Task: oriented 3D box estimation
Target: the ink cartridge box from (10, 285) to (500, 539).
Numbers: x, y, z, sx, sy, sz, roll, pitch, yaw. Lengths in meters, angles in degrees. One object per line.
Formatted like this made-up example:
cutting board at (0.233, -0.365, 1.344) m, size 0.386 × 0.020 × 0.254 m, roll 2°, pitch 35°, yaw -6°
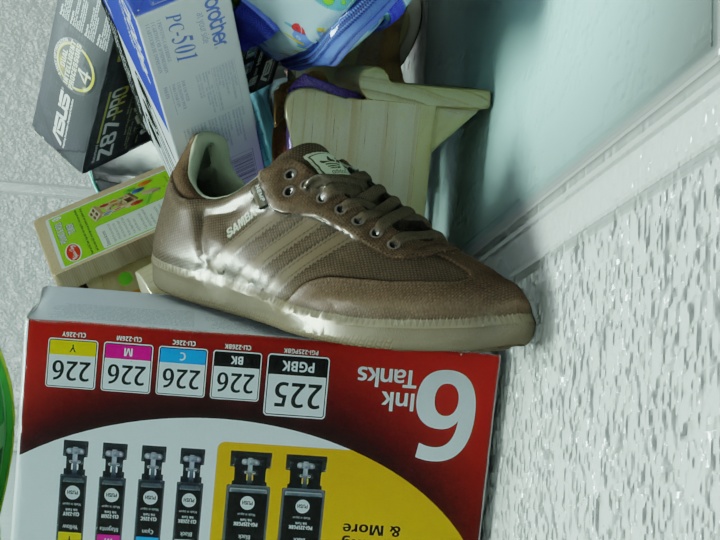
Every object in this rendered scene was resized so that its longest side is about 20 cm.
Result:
ink cartridge box at (-0.050, 0.106, 0.681) m, size 0.084 × 0.199 × 0.176 m, roll -123°, pitch 38°, yaw -79°

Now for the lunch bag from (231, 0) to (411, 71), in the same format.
lunch bag at (-0.001, -0.166, 0.706) m, size 0.161 × 0.082 × 0.200 m, roll -51°, pitch 11°, yaw -3°

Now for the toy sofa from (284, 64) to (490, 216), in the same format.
toy sofa at (0.000, 0.000, 0.757) m, size 0.083 × 0.097 × 0.201 m, roll -134°, pitch 48°, yaw -79°

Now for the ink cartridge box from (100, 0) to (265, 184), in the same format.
ink cartridge box at (-0.087, -0.102, 0.723) m, size 0.200 × 0.044 × 0.094 m, roll 85°, pitch 159°, yaw -64°

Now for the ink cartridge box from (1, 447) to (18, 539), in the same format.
ink cartridge box at (-0.200, 0.226, 0.935) m, size 0.161 × 0.050 × 0.201 m, roll 112°, pitch 157°, yaw -65°

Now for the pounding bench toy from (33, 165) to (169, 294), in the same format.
pounding bench toy at (-0.116, 0.038, 1.002) m, size 0.200 × 0.124 × 0.156 m, roll -135°, pitch 23°, yaw -65°

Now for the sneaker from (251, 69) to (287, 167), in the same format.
sneaker at (-0.016, -0.032, 0.980) m, size 0.079 × 0.095 × 0.200 m, roll 29°, pitch 140°, yaw 63°

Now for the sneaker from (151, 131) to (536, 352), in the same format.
sneaker at (-0.015, -0.014, 0.642) m, size 0.200 × 0.070 × 0.076 m, roll 11°, pitch 98°, yaw 38°

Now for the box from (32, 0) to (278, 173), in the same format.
box at (-0.089, -0.161, 0.827) m, size 0.161 × 0.049 × 0.200 m, roll -36°, pitch -22°, yaw -42°

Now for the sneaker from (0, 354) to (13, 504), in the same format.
sneaker at (-0.193, 0.099, 0.673) m, size 0.084 × 0.074 × 0.201 m, roll -46°, pitch -49°, yaw -88°

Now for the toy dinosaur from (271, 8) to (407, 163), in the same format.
toy dinosaur at (0.005, -0.089, 0.837) m, size 0.060 × 0.106 × 0.201 m, roll -94°, pitch 4°, yaw -77°

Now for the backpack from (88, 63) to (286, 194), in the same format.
backpack at (-0.100, -0.105, 1.153) m, size 0.153 × 0.199 × 0.176 m, roll -34°, pitch -49°, yaw -74°

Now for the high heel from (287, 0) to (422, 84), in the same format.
high heel at (-0.010, -0.159, 0.969) m, size 0.143 × 0.071 × 0.200 m, roll 167°, pitch 123°, yaw -75°
